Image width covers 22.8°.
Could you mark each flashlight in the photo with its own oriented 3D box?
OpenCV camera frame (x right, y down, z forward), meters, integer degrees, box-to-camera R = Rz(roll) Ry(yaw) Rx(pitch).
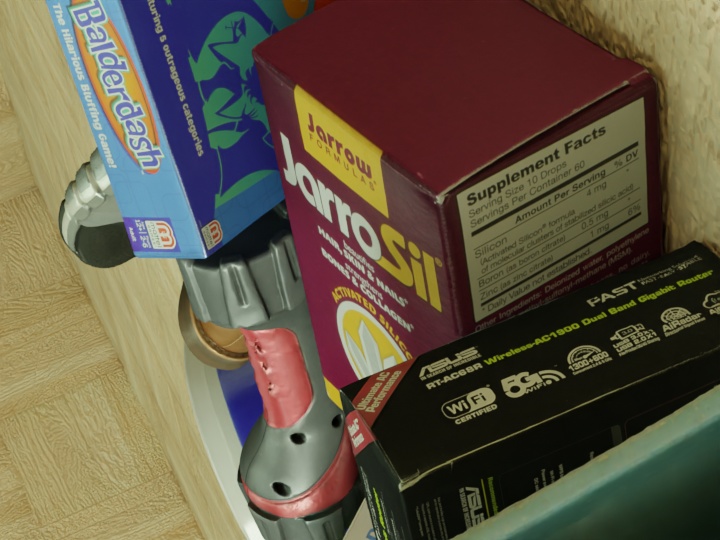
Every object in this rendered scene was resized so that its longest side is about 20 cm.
[{"bbox_3d":[-0.041,0.050,0.832,0.201,0.067,0.068,74,-156,-46],"label":"flashlight"}]

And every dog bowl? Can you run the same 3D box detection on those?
[{"bbox_3d":[-0.034,0.111,1.152,0.200,0.078,0.201,-24,-90,-82],"label":"dog bowl"}]

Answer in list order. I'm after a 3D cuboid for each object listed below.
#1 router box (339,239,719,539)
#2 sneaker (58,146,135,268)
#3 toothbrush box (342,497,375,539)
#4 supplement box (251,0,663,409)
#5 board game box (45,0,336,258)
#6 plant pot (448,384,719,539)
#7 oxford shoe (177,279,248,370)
[{"bbox_3d":[0.086,0.105,0.678,0.062,0.149,0.201,-126,19,-52],"label":"router box"},{"bbox_3d":[-0.075,-0.027,0.885,0.116,0.075,0.200,56,136,12],"label":"sneaker"},{"bbox_3d":[0.042,0.157,0.919,0.086,0.146,0.200,24,153,13],"label":"toothbrush box"},{"bbox_3d":[0.046,-0.005,0.726,0.131,0.103,0.201,41,152,43],"label":"supplement box"},{"bbox_3d":[-0.042,-0.118,0.755,0.045,0.200,0.153,1,119,37],"label":"board game box"},{"bbox_3d":[0.126,0.176,0.576,0.196,0.196,0.200,61,-179,28],"label":"plant pot"},{"bbox_3d":[-0.052,-0.050,0.966,0.071,0.071,0.201,-32,52,50],"label":"oxford shoe"}]
